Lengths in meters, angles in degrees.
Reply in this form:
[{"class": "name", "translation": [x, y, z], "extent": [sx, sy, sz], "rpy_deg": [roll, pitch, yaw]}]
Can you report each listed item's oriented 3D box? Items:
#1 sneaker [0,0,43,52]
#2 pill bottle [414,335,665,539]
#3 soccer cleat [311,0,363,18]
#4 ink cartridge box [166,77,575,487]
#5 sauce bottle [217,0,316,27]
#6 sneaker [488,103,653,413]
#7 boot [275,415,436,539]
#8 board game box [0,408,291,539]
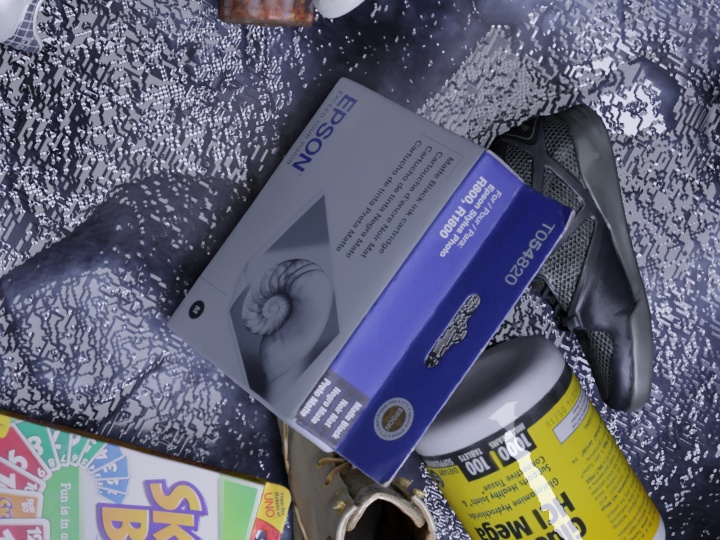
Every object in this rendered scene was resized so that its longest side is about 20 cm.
[{"class": "sneaker", "translation": [-0.178, -0.229, 1.147], "extent": [0.080, 0.076, 0.200], "rpy_deg": [32, 92, -26]}, {"class": "pill bottle", "translation": [0.124, 0.151, 1.231], "extent": [0.112, 0.112, 0.200], "rpy_deg": [-35, 102, -8]}, {"class": "soccer cleat", "translation": [0.004, -0.240, 1.159], "extent": [0.078, 0.069, 0.200], "rpy_deg": [42, 57, -33]}, {"class": "ink cartridge box", "translation": [0.000, 0.000, 1.147], "extent": [0.200, 0.200, 0.041], "rpy_deg": [-55, 136, -4]}, {"class": "sauce bottle", "translation": [-0.052, -0.249, 1.172], "extent": [0.066, 0.066, 0.201], "rpy_deg": [1, 97, -14]}, {"class": "sneaker", "translation": [0.121, 0.003, 1.238], "extent": [0.114, 0.076, 0.200], "rpy_deg": [-17, 96, -10]}, {"class": "boot", "translation": [-0.007, 0.112, 1.172], "extent": [0.073, 0.155, 0.201], "rpy_deg": [-6, 97, -13]}, {"class": "board game box", "translation": [-0.149, 0.155, 1.186], "extent": [0.199, 0.030, 0.096], "rpy_deg": [15, 92, -3]}]
